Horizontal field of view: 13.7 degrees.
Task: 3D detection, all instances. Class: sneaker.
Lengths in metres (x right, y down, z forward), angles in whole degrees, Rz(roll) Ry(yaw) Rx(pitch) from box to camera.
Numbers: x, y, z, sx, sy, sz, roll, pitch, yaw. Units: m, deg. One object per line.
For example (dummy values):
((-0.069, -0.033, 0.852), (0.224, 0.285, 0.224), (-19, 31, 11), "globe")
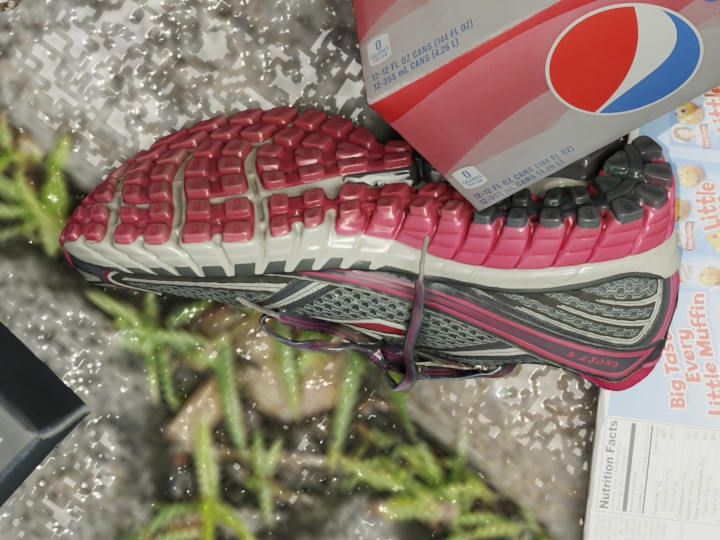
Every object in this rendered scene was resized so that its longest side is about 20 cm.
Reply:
((0.000, 0.000, 0.935), (0.199, 0.081, 0.075), (5, 123, 18), "sneaker")

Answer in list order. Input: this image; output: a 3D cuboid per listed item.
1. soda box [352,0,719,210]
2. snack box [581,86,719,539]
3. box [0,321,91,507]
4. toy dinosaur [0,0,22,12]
((0.095, -0.099, 0.848), (0.199, 0.063, 0.070), (-28, 46, 21), "soda box")
((0.114, 0.015, 0.959), (0.071, 0.024, 0.202), (6, 93, 5), "snack box")
((-0.211, 0.033, 0.938), (0.200, 0.107, 0.149), (43, 93, 0), "box")
((-0.201, -0.126, 0.962), (0.200, 0.047, 0.088), (38, 79, 1), "toy dinosaur")
